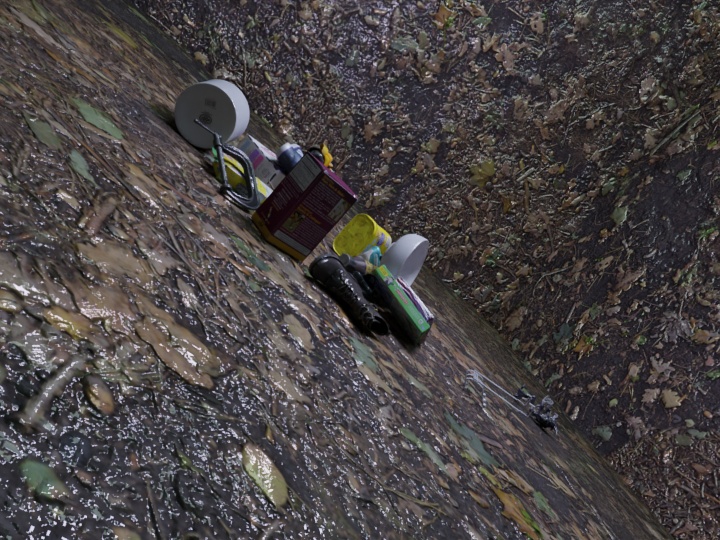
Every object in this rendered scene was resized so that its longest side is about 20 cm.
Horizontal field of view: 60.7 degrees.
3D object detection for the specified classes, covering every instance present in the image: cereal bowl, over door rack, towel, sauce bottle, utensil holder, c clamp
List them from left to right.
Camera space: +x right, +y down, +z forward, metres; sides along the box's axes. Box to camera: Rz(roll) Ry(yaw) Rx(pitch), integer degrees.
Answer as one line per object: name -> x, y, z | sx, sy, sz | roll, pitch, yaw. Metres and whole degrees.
utensil holder -> -0.385, -0.406, 1.600 | 0.170, 0.170, 0.200 | 41, 12, -14
c clamp -> -0.301, -0.232, 1.407 | 0.170, 0.027, 0.202 | 17, 49, -56
sauce bottle -> 0.000, 0.000, 1.741 | 0.066, 0.066, 0.199 | 48, 11, 29
cereal bowl -> 0.110, -0.020, 1.758 | 0.083, 0.202, 0.200 | 31, 5, 18
towel -> 0.132, 0.114, 1.661 | 0.147, 0.030, 0.201 | 52, -17, 20
over door rack -> 0.380, 0.351, 1.720 | 0.198, 0.067, 0.148 | 24, 6, 10

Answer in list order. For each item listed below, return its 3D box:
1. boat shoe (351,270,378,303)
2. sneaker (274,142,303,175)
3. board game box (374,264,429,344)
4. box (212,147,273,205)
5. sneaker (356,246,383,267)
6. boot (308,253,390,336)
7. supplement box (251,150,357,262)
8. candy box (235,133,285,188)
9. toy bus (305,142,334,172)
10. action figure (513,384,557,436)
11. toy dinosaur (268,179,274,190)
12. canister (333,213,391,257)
boat shoe -> 0.012, 0.037, 1.597 | 0.075, 0.066, 0.199 | 46, 9, 28
sneaker -> -0.188, -0.312, 1.889 | 0.147, 0.080, 0.200 | 52, 6, -3
board game box -> 0.102, 0.092, 1.611 | 0.201, 0.029, 0.135 | 54, -15, 14
box -> -0.290, -0.217, 1.514 | 0.200, 0.048, 0.118 | 41, 10, -32
sneaker -> 0.051, -0.009, 1.902 | 0.078, 0.079, 0.200 | 49, -6, 26
boot -> -0.017, 0.058, 1.364 | 0.200, 0.069, 0.174 | 37, 10, -48
supplement box -> -0.126, -0.141, 1.383 | 0.131, 0.200, 0.103 | 35, 12, -47
candy box -> -0.281, -0.313, 1.922 | 0.200, 0.072, 0.167 | 49, 10, 28
toy bus -> -0.152, -0.313, 2.132 | 0.192, 0.199, 0.136 | 48, 7, -17
action figure -> 0.652, 0.495, 2.217 | 0.200, 0.102, 0.119 | 45, -3, 22
toy dinosaur -> -0.191, -0.170, 1.761 | 0.106, 0.061, 0.200 | 24, -15, 42
canister -> 0.011, -0.088, 1.935 | 0.087, 0.149, 0.200 | 46, 7, 20
